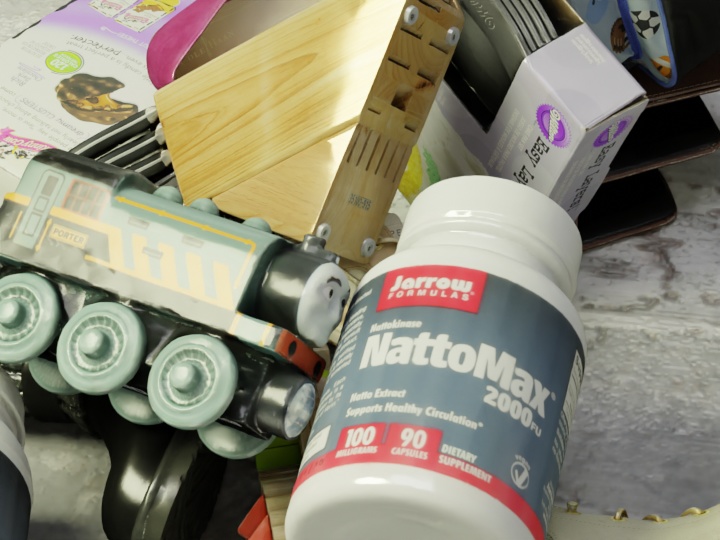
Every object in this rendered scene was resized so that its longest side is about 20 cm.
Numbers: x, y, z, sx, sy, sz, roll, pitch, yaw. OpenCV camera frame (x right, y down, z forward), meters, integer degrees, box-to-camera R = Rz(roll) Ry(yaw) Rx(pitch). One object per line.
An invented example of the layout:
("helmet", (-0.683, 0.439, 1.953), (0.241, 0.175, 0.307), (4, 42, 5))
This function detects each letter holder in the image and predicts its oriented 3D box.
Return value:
("letter holder", (0.139, -0.122, 1.585), (0.142, 0.101, 0.200), (-16, 44, -16))

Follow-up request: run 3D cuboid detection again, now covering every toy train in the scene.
("toy train", (-0.100, 0.015, 1.314), (0.200, 0.085, 0.114), (18, 80, 27))

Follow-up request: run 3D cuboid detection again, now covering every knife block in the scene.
("knife block", (-0.061, -0.079, 1.390), (0.175, 0.064, 0.200), (23, 92, 29))

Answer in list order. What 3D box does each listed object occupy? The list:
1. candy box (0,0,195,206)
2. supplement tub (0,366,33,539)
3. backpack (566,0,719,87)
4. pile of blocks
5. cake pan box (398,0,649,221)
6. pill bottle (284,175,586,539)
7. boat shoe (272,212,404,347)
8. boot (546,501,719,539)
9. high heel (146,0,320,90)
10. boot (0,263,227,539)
("candy box", (-0.136, -0.084, 1.580), (0.168, 0.072, 0.200), (31, 52, 32))
("supplement tub", (-0.229, 0.140, 1.278), (0.140, 0.140, 0.200), (-1, 48, 2))
("backpack", (0.120, -0.203, 1.478), (0.154, 0.200, 0.191), (-27, 42, -13))
("pile of blocks", (-0.034, 0.107, 1.356), (0.062, 0.082, 0.200), (-9, 43, -6))
("cake pan box", (0.057, -0.104, 1.457), (0.052, 0.200, 0.184), (-33, 75, -27))
("pill bottle", (0.043, 0.058, 1.288), (0.119, 0.120, 0.200), (7, 52, 12))
("boat shoe", (0.000, 0.000, 1.414), (0.200, 0.069, 0.074), (30, 13, 21))
("boot", (0.148, 0.133, 1.326), (0.155, 0.072, 0.200), (11, 45, 19))
("high heel", (-0.033, -0.161, 1.507), (0.200, 0.067, 0.096), (-28, 17, -1))
("boot", (-0.146, 0.071, 1.404), (0.158, 0.079, 0.211), (8, 35, 5))
